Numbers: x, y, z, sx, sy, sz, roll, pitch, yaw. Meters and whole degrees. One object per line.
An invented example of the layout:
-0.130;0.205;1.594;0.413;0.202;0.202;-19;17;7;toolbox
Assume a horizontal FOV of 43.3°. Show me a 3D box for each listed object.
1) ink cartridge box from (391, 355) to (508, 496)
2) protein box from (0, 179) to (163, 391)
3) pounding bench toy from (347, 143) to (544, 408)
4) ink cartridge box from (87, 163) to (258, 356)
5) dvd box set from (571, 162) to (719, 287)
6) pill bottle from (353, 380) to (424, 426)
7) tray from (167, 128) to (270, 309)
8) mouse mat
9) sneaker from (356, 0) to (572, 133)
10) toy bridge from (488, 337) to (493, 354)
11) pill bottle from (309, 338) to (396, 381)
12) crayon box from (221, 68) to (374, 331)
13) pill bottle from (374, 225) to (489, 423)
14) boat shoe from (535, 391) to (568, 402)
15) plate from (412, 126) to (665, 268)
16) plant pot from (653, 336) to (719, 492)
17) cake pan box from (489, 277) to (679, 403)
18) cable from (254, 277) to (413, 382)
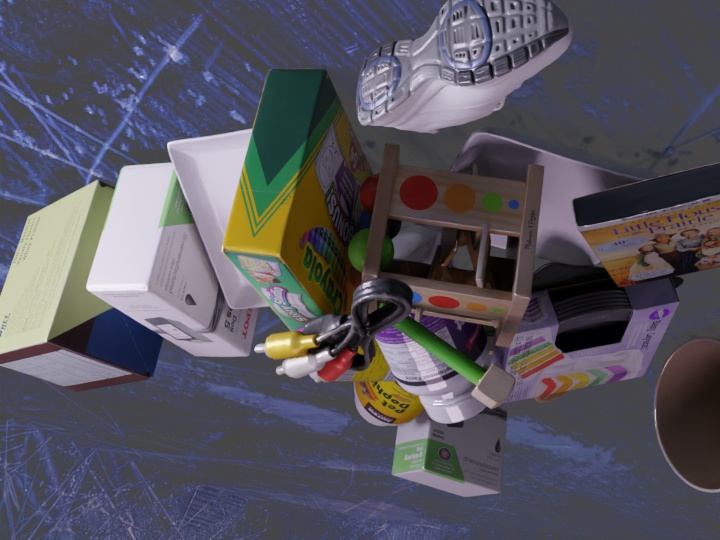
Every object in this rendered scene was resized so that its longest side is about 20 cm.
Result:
0.137;0.218;1.343;0.145;0.201;0.084;22;153;-27;ink cartridge box
-0.331;0.027;1.094;0.135;0.199;0.200;28;153;-36;protein box
0.064;0.012;0.792;0.155;0.201;0.124;8;158;4;pounding bench toy
-0.191;-0.006;1.003;0.084;0.146;0.200;-2;155;25;ink cartridge box
0.282;-0.036;0.808;0.146;0.030;0.200;-13;159;21;dvd box set
0.057;0.143;1.238;0.109;0.110;0.200;15;147;-11;pill bottle
-0.115;-0.051;0.926;0.107;0.022;0.201;-5;121;21;tray
0.240;0.040;1.013;0.199;0.008;0.161;5;147;-28;mouse mat
0.082;-0.151;0.670;0.087;0.075;0.200;11;168;-35;sneaker
0.153;0.070;1.205;0.067;0.027;0.200;5;158;19;toy bridge
0.037;0.081;1.083;0.199;0.105;0.104;3;161;-18;pill bottle
-0.044;-0.050;0.811;0.058;0.173;0.200;4;157;17;crayon box
0.072;0.062;0.972;0.111;0.111;0.201;-7;121;37;pill bottle
0.229;0.084;1.138;0.073;0.069;0.200;-15;136;-8;boat shoe
0.169;-0.069;0.854;0.199;0.032;0.200;15;158;-8;plate
0.511;0.181;1.145;0.199;0.188;0.187;3;162;-21;plant pot
0.244;0.075;1.017;0.183;0.052;0.200;-12;149;-4;cake pan box
-0.007;0.061;0.761;0.097;0.051;0.200;26;154;-24;cable
